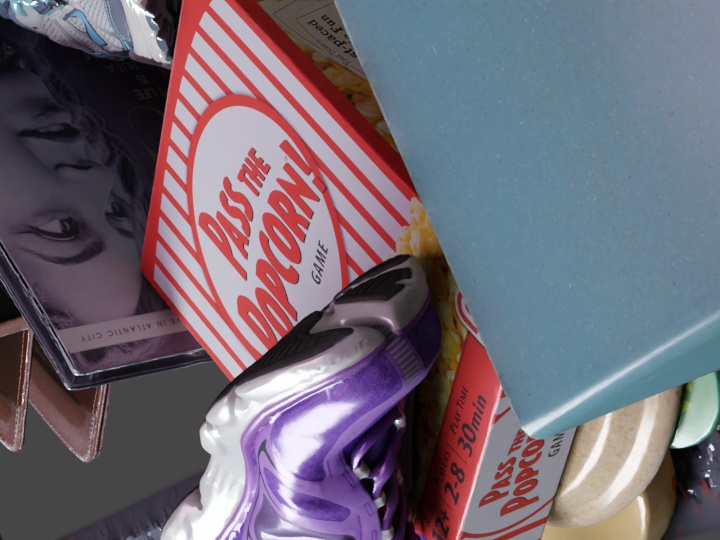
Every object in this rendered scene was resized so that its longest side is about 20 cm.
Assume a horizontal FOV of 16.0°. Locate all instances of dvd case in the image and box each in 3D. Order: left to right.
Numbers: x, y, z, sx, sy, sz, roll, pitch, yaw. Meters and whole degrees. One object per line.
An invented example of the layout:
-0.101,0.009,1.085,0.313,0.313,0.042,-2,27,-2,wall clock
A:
-0.103,-0.044,1.028,0.200,0.148,0.016,56,133,24,dvd case

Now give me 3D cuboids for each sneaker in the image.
-0.103,-0.112,0.964,0.200,0.086,0.078,78,-165,-82,sneaker
-0.004,0.068,0.838,0.083,0.081,0.200,43,149,13,sneaker

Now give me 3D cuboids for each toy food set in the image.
0.055,-0.003,0.895,0.200,0.048,0.199,53,144,29,toy food set

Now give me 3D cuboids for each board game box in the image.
0.000,0.000,0.891,0.200,0.046,0.152,48,141,34,board game box

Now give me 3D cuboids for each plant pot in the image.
0.122,-0.068,0.670,0.200,0.141,0.142,-33,78,49,plant pot

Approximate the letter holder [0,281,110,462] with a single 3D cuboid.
-0.215,0.006,1.281,0.200,0.100,0.143,49,144,33,letter holder
